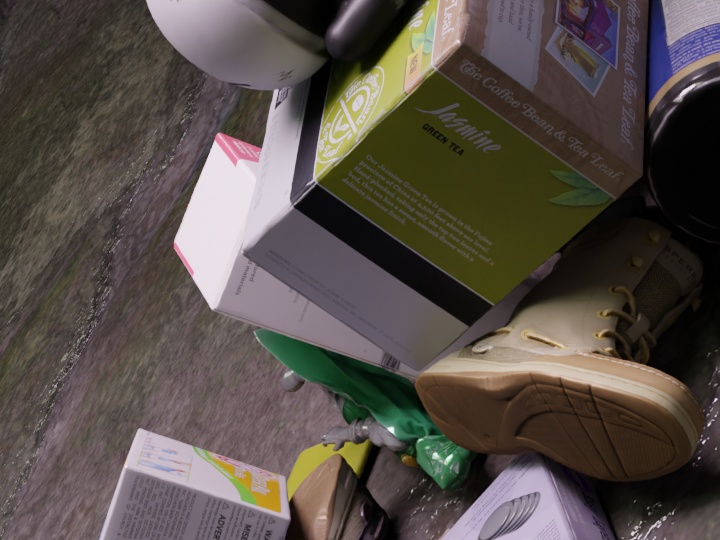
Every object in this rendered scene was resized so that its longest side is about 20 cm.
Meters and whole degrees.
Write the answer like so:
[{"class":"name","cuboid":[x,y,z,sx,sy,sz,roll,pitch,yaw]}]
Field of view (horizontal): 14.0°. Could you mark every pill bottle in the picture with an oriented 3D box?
[{"class":"pill bottle","cuboid":[0.206,-0.110,1.651,0.112,0.112,0.200,-45,21,24]}]

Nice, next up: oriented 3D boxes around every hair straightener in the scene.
[{"class":"hair straightener","cuboid":[0.125,-0.029,1.752,0.200,0.076,0.041,-168,87,-68]}]

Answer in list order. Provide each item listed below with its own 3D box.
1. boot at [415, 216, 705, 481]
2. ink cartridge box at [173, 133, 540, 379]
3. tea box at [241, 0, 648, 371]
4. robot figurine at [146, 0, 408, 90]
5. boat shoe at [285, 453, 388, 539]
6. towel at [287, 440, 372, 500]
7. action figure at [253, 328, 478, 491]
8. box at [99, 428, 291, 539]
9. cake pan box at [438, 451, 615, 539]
[{"class":"boot","cuboid":[0.142,0.038,1.584,0.155,0.073,0.199,-41,23,-28]},{"class":"ink cartridge box","cuboid":[0.000,0.000,1.788,0.083,0.199,0.147,-68,18,9]},{"class":"tea box","cuboid":[0.051,-0.092,1.634,0.197,0.133,0.201,-42,24,33]},{"class":"robot figurine","cuboid":[-0.031,-0.193,1.610,0.200,0.124,0.150,-53,14,9]},{"class":"boat shoe","cuboid":[-0.018,0.191,1.736,0.072,0.065,0.201,-47,18,32]},{"class":"towel","cuboid":[-0.043,0.190,1.873,0.086,0.018,0.201,-24,35,48]},{"class":"action figure","cuboid":[0.017,0.091,1.799,0.200,0.117,0.055,33,107,62]},{"class":"box","cuboid":[-0.106,0.170,1.759,0.200,0.101,0.113,-132,60,-87]},{"class":"cake pan box","cuboid":[0.060,0.209,1.554,0.200,0.052,0.184,-50,18,12]}]
